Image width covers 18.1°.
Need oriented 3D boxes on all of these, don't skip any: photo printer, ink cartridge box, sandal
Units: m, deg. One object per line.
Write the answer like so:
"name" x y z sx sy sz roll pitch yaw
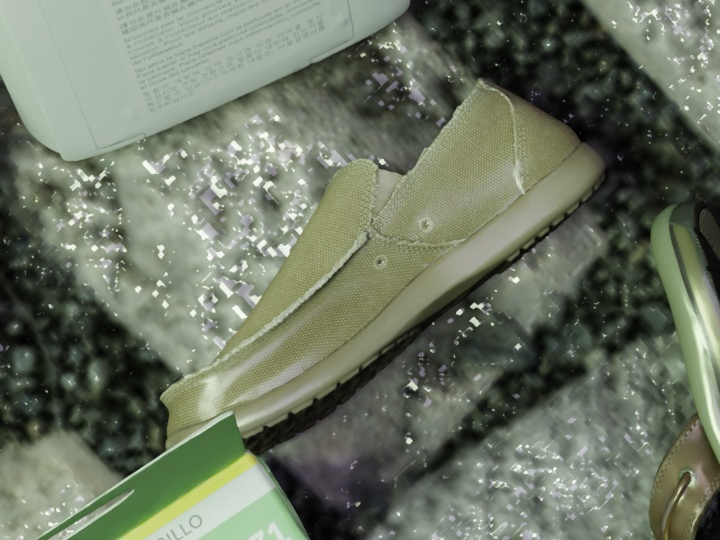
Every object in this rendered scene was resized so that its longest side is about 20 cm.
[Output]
"photo printer" -0.066 -0.133 0.800 0.166 0.200 0.070 -25 66 -6
"ink cartridge box" -0.087 0.113 0.763 0.145 0.200 0.048 -34 84 -7
"sandal" 0.135 0.076 0.853 0.057 0.080 0.202 -16 80 22

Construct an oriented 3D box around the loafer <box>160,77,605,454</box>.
"loafer" 0.000 0.000 0.852 0.200 0.076 0.068 -36 82 -16
